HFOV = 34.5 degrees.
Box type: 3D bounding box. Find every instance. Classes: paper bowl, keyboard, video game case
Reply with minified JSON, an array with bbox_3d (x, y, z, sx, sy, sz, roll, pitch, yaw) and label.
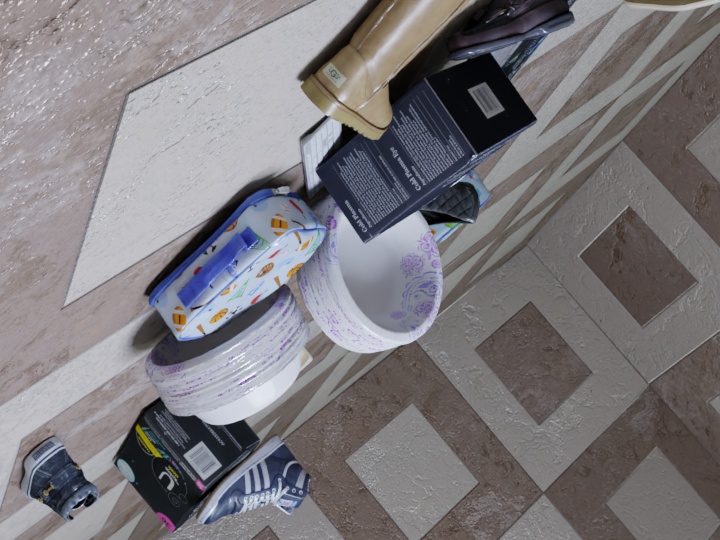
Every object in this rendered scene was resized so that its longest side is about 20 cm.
[{"bbox_3d":[-0.152,0.107,1.399,0.198,0.105,0.201,-27,-164,8],"label":"paper bowl"},{"bbox_3d":[-0.042,-0.129,1.306,0.056,0.011,0.200,-41,171,-9],"label":"keyboard"},{"bbox_3d":[0.196,-0.293,1.512,0.181,0.023,0.200,-31,165,-50],"label":"video game case"},{"bbox_3d":[0.000,0.000,1.426,0.104,0.203,0.200,-18,-171,42],"label":"paper bowl"}]

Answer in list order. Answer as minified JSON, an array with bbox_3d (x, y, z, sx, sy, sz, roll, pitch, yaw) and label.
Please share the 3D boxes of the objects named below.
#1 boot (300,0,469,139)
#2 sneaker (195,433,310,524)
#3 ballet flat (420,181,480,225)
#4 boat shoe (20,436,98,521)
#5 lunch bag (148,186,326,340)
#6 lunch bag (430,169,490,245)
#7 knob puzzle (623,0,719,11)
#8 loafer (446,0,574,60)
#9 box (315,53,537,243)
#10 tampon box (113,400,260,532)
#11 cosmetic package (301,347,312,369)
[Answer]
[{"bbox_3d":[0.049,-0.219,1.098,0.200,0.066,0.175,-45,171,13],"label":"boot"},{"bbox_3d":[-0.154,0.343,1.763,0.200,0.108,0.070,-39,171,-45],"label":"sneaker"},{"bbox_3d":[0.077,-0.074,1.611,0.198,0.058,0.066,-17,147,36],"label":"ballet flat"},{"bbox_3d":[-0.392,0.289,1.514,0.071,0.091,0.201,-37,170,-23],"label":"boat shoe"},{"bbox_3d":[-0.133,-0.011,1.275,0.200,0.076,0.160,-44,169,15],"label":"lunch bag"},{"bbox_3d":[0.090,-0.082,1.783,0.199,0.083,0.160,-38,-172,-16],"label":"lunch bag"},{"bbox_3d":[0.395,-0.380,1.406,0.219,0.220,0.031,-41,144,-6],"label":"knob puzzle"},{"bbox_3d":[0.166,-0.289,1.329,0.198,0.064,0.071,-24,-169,-37],"label":"loafer"},{"bbox_3d":[0.078,-0.145,1.337,0.181,0.105,0.200,-37,178,32],"label":"box"},{"bbox_3d":[-0.273,0.285,1.808,0.126,0.150,0.200,-36,169,-39],"label":"tampon box"},{"bbox_3d":[-0.134,0.106,1.719,0.071,0.105,0.200,-40,169,-5],"label":"cosmetic package"}]
